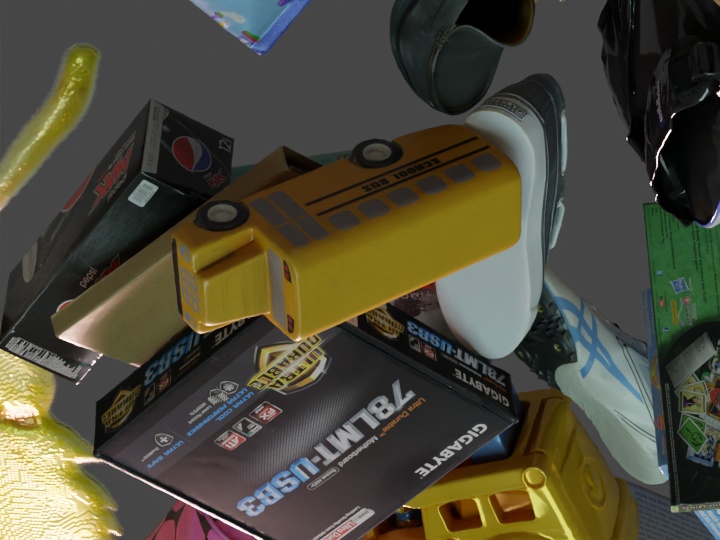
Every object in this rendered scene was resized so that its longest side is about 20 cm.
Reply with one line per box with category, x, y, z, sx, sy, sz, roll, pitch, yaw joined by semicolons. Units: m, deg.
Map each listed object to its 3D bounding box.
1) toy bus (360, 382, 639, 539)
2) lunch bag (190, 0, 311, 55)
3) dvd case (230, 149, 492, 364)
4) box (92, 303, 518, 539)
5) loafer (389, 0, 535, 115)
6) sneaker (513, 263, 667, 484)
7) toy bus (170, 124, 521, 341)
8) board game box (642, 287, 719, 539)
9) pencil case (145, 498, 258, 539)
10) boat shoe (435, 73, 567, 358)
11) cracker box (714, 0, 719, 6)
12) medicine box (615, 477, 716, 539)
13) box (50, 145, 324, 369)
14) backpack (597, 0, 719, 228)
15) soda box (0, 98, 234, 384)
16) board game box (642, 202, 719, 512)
toy bus;0.071;0.152;1.503;0.199;0.136;0.193;-14;119;26
lunch bag;-0.043;-0.241;1.136;0.200;0.094;0.150;-41;124;20
dvd case;0.000;0.000;1.417;0.145;0.022;0.201;-7;136;10
box;-0.036;0.094;1.387;0.198;0.050;0.200;32;125;-30
loafer;0.063;-0.146;1.200;0.073;0.072;0.200;-32;153;-17
sneaker;0.162;0.059;1.450;0.200;0.073;0.072;50;155;-25
toy bus;-0.008;-0.019;1.240;0.199;0.078;0.065;-23;133;-26
board game box;0.251;0.123;1.439;0.036;0.152;0.200;-23;131;24
pencil case;-0.132;0.216;1.605;0.091;0.094;0.200;-21;159;-48
boat shoe;0.095;-0.034;1.343;0.071;0.068;0.201;25;134;27
cracker box;0.158;-0.236;1.044;0.057;0.200;0.134;-23;147;-31
medicine box;0.182;0.292;1.583;0.102;0.201;0.182;22;133;-19
box;-0.069;0.005;1.347;0.200;0.021;0.163;-34;145;26
backpack;0.206;-0.126;1.172;0.153;0.201;0.191;-7;142;-12
soda box;-0.158;-0.016;1.370;0.063;0.071;0.200;25;132;-23
board game box;0.235;0.048;1.332;0.104;0.201;0.023;-6;158;10
